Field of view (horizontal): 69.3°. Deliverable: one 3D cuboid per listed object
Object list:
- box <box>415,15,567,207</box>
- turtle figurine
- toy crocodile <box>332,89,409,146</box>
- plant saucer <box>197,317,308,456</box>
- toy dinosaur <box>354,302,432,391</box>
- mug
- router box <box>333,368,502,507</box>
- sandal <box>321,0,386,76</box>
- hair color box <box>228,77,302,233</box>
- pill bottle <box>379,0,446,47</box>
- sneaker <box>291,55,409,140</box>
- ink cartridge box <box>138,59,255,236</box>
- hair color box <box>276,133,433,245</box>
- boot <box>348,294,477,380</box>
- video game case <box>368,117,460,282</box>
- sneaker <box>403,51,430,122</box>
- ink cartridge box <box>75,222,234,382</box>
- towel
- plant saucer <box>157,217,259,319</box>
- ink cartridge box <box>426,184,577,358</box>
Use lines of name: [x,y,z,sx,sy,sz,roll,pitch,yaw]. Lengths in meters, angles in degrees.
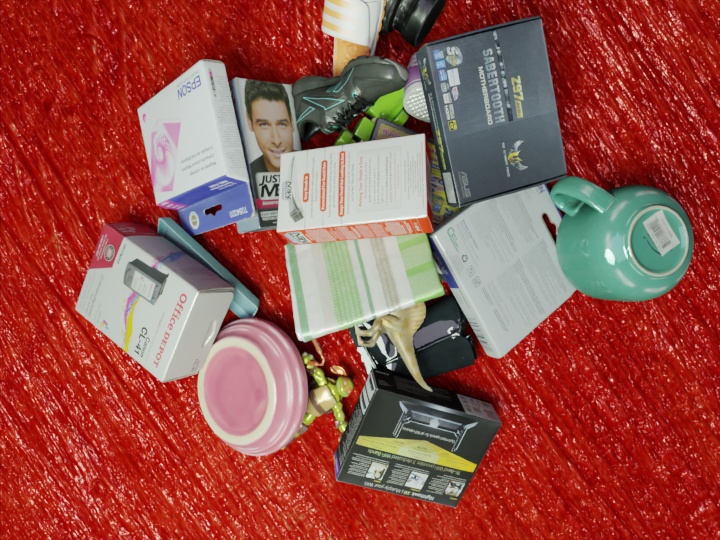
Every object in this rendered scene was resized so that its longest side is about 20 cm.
box: [0.169,-0.199,0.666,0.154,0.051,0.204,-15,101,-8]
turtle figurine: [-0.073,0.190,0.791,0.159,0.065,0.202,-28,100,14]
toy crocodile: [0.013,-0.206,0.764,0.067,0.062,0.201,35,93,-16]
plant saucer: [-0.170,0.173,0.769,0.197,0.051,0.206,-1,89,28]
toy dinosaur: [0.041,0.071,0.700,0.099,0.058,0.205,-11,83,0]
mug: [0.345,-0.039,0.696,0.181,0.114,0.156,9,88,-9]
router box: [0.079,0.243,0.744,0.196,0.052,0.160,19,108,-15]
sandal: [-0.015,-0.311,0.700,0.078,0.059,0.209,21,136,18]
hair color box: [-0.137,-0.162,0.751,0.060,0.098,0.205,-6,94,45]
pill bottle: [0.019,-0.406,0.721,0.198,0.112,0.113,36,96,1]
sneaker: [-0.016,-0.227,0.703,0.197,0.075,0.081,0,83,43]
ink cartridge box: [-0.238,-0.158,0.734,0.194,0.043,0.205,-9,92,43]
hair color box: [-0.007,-0.102,0.679,0.195,0.064,0.113,-3,74,14]
boot: [0.066,0.072,0.767,0.166,0.076,0.203,-25,87,2]
video game case: [0.084,-0.095,0.753,0.196,0.026,0.184,19,98,-11]
sneaker: [0.154,-0.250,0.741,0.197,0.073,0.116,21,54,-21]
ink cartridge box: [-0.302,0.041,0.758,0.198,0.085,0.150,31,103,21]
towel: [0.000,0.000,0.689,0.196,0.031,0.152,-18,62,9]
plant saucer: [-0.232,0.000,0.797,0.200,0.070,0.019,43,54,1]
ink cartridge box: [0.211,-0.017,0.737,0.199,0.043,0.199,-35,101,-20]
